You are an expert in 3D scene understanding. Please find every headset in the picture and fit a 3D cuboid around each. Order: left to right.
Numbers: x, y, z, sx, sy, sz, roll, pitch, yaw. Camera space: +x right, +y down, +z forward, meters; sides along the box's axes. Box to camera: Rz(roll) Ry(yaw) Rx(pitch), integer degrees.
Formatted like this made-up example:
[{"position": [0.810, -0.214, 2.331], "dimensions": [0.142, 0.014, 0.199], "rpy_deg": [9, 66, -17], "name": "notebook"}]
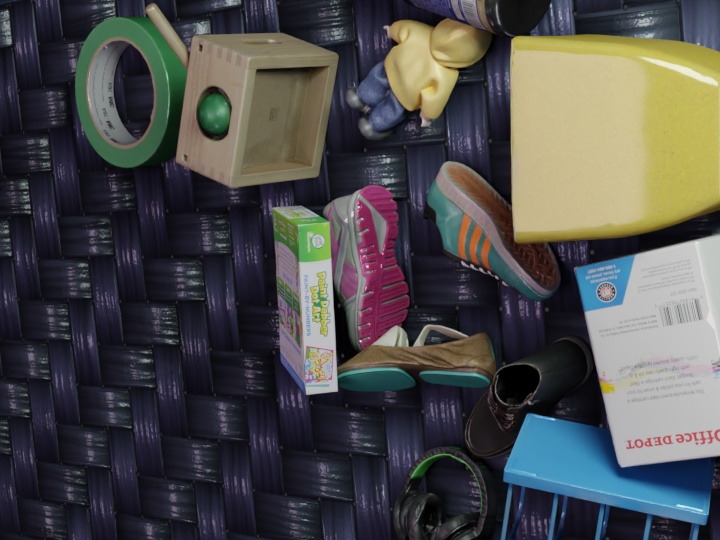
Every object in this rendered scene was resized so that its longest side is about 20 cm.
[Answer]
[{"position": [0.084, 0.305, 1.757], "dimensions": [0.123, 0.093, 0.202], "rpy_deg": [23, 101, 37], "name": "headset"}]

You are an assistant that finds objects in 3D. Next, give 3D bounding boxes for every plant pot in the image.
[{"position": [0.275, -0.128, 1.453], "dimensions": [0.198, 0.193, 0.198], "rpy_deg": [5, 101, 33], "name": "plant pot"}]

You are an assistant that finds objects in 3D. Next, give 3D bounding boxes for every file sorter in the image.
[{"position": [0.247, 0.245, 1.527], "dimensions": [0.197, 0.139, 0.124], "rpy_deg": [10, 112, 13], "name": "file sorter"}]

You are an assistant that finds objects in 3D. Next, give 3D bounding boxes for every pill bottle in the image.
[{"position": [0.102, -0.327, 1.617], "dimensions": [0.199, 0.111, 0.113], "rpy_deg": [26, 114, 35], "name": "pill bottle"}]

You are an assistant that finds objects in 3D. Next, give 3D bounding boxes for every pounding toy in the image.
[{"position": [-0.150, -0.213, 1.806], "dimensions": [0.141, 0.199, 0.186], "rpy_deg": [25, 113, 36], "name": "pounding toy"}]

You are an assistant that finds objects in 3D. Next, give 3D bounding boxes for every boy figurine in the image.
[{"position": [0.065, -0.231, 1.701], "dimensions": [0.200, 0.064, 0.125], "rpy_deg": [-37, 73, 39], "name": "boy figurine"}]

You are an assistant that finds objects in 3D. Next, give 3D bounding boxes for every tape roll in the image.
[{"position": [-0.308, -0.242, 2.046], "dimensions": [0.199, 0.048, 0.203], "rpy_deg": [9, 103, 41], "name": "tape roll"}]

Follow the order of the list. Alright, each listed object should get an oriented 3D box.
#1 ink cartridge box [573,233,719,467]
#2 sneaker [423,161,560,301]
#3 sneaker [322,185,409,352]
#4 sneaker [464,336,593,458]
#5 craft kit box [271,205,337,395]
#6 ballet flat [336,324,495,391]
[{"position": [0.324, 0.073, 1.466], "dimensions": [0.146, 0.144, 0.203], "rpy_deg": [-13, 89, 43], "name": "ink cartridge box"}, {"position": [0.142, -0.028, 1.668], "dimensions": [0.200, 0.071, 0.080], "rpy_deg": [51, 131, 29], "name": "sneaker"}, {"position": [0.000, 0.000, 1.797], "dimensions": [0.088, 0.081, 0.203], "rpy_deg": [3, 96, 49], "name": "sneaker"}, {"position": [0.157, 0.145, 1.654], "dimensions": [0.075, 0.106, 0.200], "rpy_deg": [55, 128, 20], "name": "sneaker"}, {"position": [-0.068, 0.030, 1.807], "dimensions": [0.200, 0.048, 0.200], "rpy_deg": [-144, 48, -76], "name": "craft kit box"}, {"position": [0.065, 0.098, 1.744], "dimensions": [0.198, 0.068, 0.073], "rpy_deg": [-5, 61, 27], "name": "ballet flat"}]
